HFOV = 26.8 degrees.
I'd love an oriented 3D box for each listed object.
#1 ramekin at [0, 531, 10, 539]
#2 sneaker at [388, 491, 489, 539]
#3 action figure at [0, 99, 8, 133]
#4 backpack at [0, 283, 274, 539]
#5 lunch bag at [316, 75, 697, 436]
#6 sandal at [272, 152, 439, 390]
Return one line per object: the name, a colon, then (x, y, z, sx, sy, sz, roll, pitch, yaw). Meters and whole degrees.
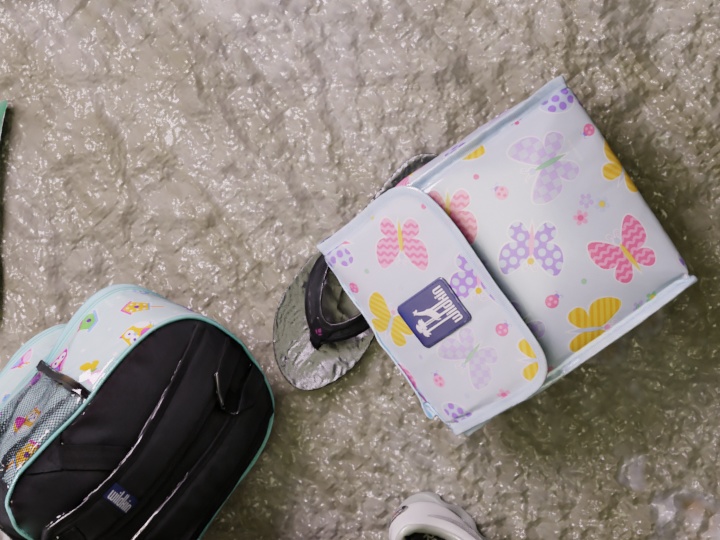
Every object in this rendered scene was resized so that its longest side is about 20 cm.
ramekin: (-0.371, 0.210, 1.152, 0.201, 0.094, 0.203, 0, 92, 12)
sneaker: (0.097, 0.239, 1.059, 0.200, 0.088, 0.074, 35, 97, 7)
action figure: (-0.319, -0.026, 1.158, 0.118, 0.055, 0.201, -5, 95, 9)
backpack: (-0.167, 0.113, 1.063, 0.200, 0.176, 0.153, -48, 39, -11)
lunch bag: (0.096, -0.005, 1.020, 0.200, 0.127, 0.170, -33, 90, 4)
sandal: (0.000, -0.001, 1.091, 0.075, 0.048, 0.201, 37, 97, 8)
